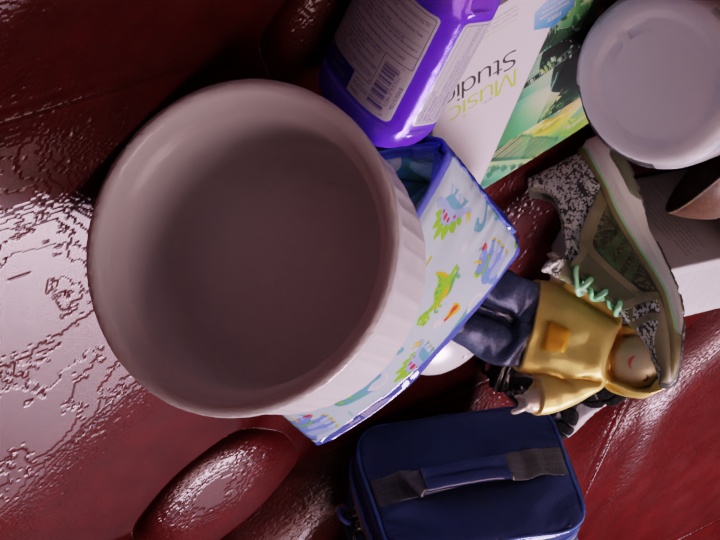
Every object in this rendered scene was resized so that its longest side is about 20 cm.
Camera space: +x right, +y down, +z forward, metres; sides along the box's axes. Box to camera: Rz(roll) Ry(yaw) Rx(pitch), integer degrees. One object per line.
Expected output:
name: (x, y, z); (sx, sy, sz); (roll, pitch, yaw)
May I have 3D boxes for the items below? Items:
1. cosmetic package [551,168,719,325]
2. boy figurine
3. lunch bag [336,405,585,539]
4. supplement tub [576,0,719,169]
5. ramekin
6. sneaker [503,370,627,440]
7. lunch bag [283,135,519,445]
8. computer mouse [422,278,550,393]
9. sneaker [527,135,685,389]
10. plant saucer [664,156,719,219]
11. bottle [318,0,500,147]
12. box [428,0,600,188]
cosmetic package: (0.259, -0.022, 1.867); (0.199, 0.102, 0.074); (-9, 141, -42)
boy figurine: (0.149, 0.055, 1.753); (0.125, 0.199, 0.064); (-70, -165, -8)
lunch bag: (0.075, 0.192, 1.893); (0.199, 0.136, 0.133); (-8, 142, -17)
supplement tub: (0.236, -0.140, 1.615); (0.123, 0.122, 0.200); (-53, 166, 23)
ramekin: (-0.056, -0.007, 1.405); (0.200, 0.201, 0.098); (-44, 160, 8)
sneaker: (0.185, 0.080, 1.907); (0.081, 0.074, 0.200); (-44, -173, -30)
lunch bag: (0.000, 0.000, 1.553); (0.199, 0.128, 0.170); (-32, 153, 7)
computer mouse: (0.082, 0.055, 1.821); (0.199, 0.044, 0.110); (-1, 134, -51)
sneaker: (0.180, 0.000, 1.728); (0.088, 0.201, 0.077); (-20, 164, -1)
plant saucer: (0.313, -0.107, 1.776); (0.200, 0.034, 0.200); (-46, -176, 4)
bottle: (0.043, -0.170, 1.402); (0.065, 0.084, 0.201); (-11, 140, -42)
box: (0.096, -0.134, 1.570); (0.144, 0.036, 0.200); (-32, 153, -16)
